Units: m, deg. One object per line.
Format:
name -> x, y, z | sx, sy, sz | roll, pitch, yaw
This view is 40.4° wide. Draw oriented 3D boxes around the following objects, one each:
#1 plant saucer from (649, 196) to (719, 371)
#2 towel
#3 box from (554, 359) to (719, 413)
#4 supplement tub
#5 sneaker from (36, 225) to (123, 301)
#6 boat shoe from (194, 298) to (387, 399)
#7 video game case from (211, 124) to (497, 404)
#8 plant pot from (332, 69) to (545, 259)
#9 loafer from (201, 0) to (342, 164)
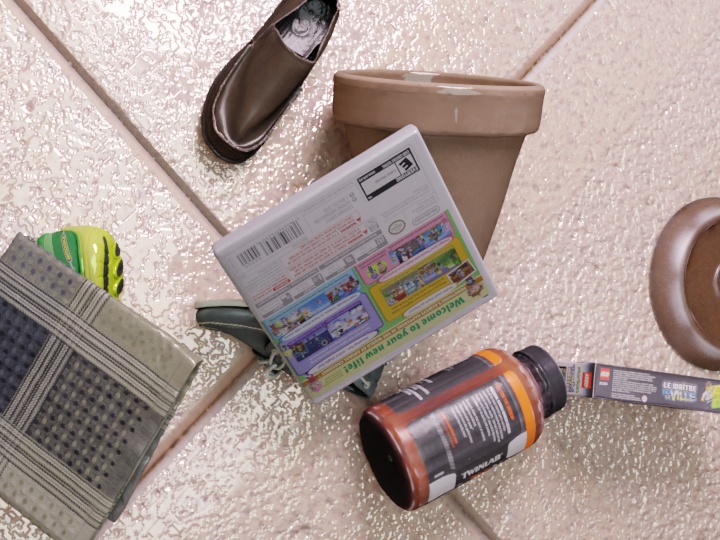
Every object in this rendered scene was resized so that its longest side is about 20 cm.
plant saucer -> 0.423, 0.015, 1.132 | 0.197, 0.032, 0.204 | 1, 87, -21
towel -> -0.247, 0.100, 0.791 | 0.198, 0.035, 0.194 | 34, 93, 10
box -> 0.295, 0.123, 1.030 | 0.197, 0.110, 0.035 | 9, 84, -21
supplement tub -> 0.105, 0.144, 0.953 | 0.198, 0.107, 0.109 | -23, 95, -21
sneaker -> -0.253, 0.062, 0.841 | 0.082, 0.074, 0.204 | 7, 91, 12
boat shoe -> -0.063, 0.072, 0.907 | 0.197, 0.073, 0.063 | 17, 77, -26
video game case -> 0.000, 0.000, 0.851 | 0.198, 0.022, 0.183 | -31, 119, 1
plant pot -> 0.068, -0.095, 0.925 | 0.197, 0.200, 0.178 | -4, 107, -22
loafer -> -0.082, -0.193, 0.914 | 0.072, 0.071, 0.202 | 32, 76, -17
